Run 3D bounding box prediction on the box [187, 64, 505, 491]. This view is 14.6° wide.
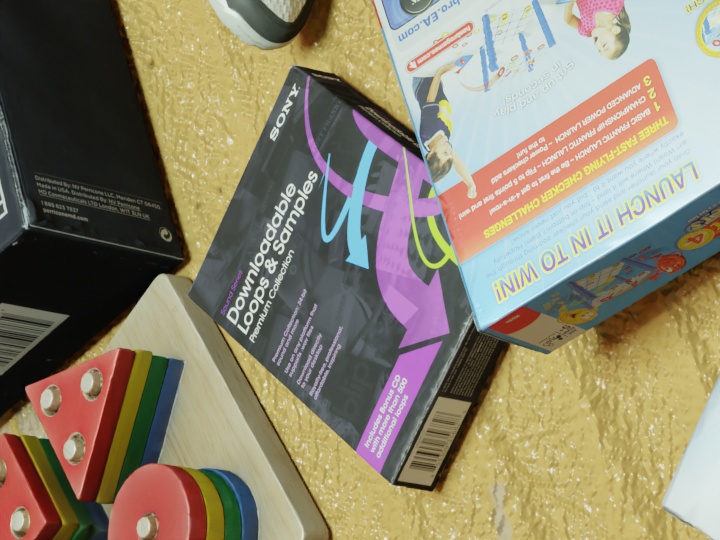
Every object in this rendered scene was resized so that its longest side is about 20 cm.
[{"bbox_3d":[0.000,0.000,1.430,0.200,0.036,0.143,40,110,45],"label":"box"}]

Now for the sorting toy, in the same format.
[{"bbox_3d":[-0.133,0.135,1.520,0.199,0.069,0.200,-53,48,26],"label":"sorting toy"}]

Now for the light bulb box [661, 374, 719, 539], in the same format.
[{"bbox_3d":[0.253,0.054,1.078,0.198,0.125,0.200,34,105,45],"label":"light bulb box"}]

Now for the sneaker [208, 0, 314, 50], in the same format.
[{"bbox_3d":[-0.031,-0.217,1.482,0.088,0.076,0.201,0,82,47],"label":"sneaker"}]

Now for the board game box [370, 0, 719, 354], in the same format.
[{"bbox_3d":[0.117,-0.095,1.285,0.200,0.056,0.196,-32,59,28],"label":"board game box"}]

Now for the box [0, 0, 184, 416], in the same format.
[{"bbox_3d":[-0.223,-0.046,1.617,0.200,0.123,0.199,-38,57,34],"label":"box"}]
